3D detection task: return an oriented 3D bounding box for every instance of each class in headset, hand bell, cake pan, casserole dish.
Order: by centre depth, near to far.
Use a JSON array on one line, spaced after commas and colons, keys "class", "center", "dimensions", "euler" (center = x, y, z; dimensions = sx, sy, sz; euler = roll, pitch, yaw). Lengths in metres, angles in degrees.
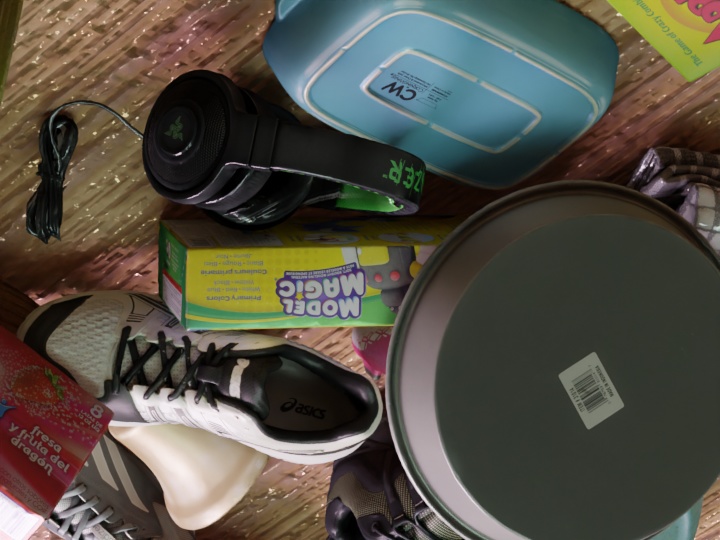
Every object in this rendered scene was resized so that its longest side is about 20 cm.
[{"class": "headset", "center": [-0.069, -0.045, 1.484], "dimensions": [0.200, 0.094, 0.124], "euler": [10, 174, 18]}, {"class": "casserole dish", "center": [0.044, -0.098, 1.506], "dimensions": [0.200, 0.039, 0.121], "euler": [24, 131, -35]}, {"class": "cake pan", "center": [0.112, 0.055, 1.516], "dimensions": [0.200, 0.037, 0.200], "euler": [-2, 98, -17]}, {"class": "hand bell", "center": [-0.149, 0.051, 1.637], "dimensions": [0.200, 0.104, 0.104], "euler": [33, 127, -25]}]

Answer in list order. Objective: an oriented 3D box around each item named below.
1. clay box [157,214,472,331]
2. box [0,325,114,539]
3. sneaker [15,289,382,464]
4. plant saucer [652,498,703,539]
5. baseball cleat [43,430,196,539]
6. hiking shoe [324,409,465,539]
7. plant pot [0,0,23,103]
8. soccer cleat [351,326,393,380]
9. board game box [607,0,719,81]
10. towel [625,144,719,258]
[{"class": "clay box", "center": [0.000, 0.000, 1.561], "dimensions": [0.200, 0.115, 0.048], "euler": [0, 98, -11]}, {"class": "box", "center": [-0.243, 0.066, 1.538], "dimensions": [0.200, 0.095, 0.100], "euler": [38, 129, -6]}, {"class": "sneaker", "center": [-0.081, 0.051, 1.581], "dimensions": [0.200, 0.076, 0.088], "euler": [12, 170, -17]}, {"class": "plant saucer", "center": [0.145, 0.168, 1.782], "dimensions": [0.201, 0.039, 0.201], "euler": [-27, 135, -30]}, {"class": "baseball cleat", "center": [-0.152, 0.133, 1.702], "dimensions": [0.070, 0.106, 0.200], "euler": [-43, 138, 17]}, {"class": "hiking shoe", "center": [0.051, 0.134, 1.694], "dimensions": [0.076, 0.101, 0.200], "euler": [24, 163, -32]}, {"class": "plant pot", "center": [-0.265, -0.072, 1.368], "dimensions": [0.190, 0.200, 0.200], "euler": [13, 138, -10]}, {"class": "soccer cleat", "center": [0.084, 0.040, 1.616], "dimensions": [0.070, 0.200, 0.086], "euler": [-14, 118, -50]}, {"class": "board game box", "center": [0.214, -0.177, 1.434], "dimensions": [0.200, 0.048, 0.102], "euler": [-29, 139, 22]}, {"class": "towel", "center": [0.201, 0.015, 1.651], "dimensions": [0.166, 0.086, 0.200], "euler": [11, 137, -18]}]
